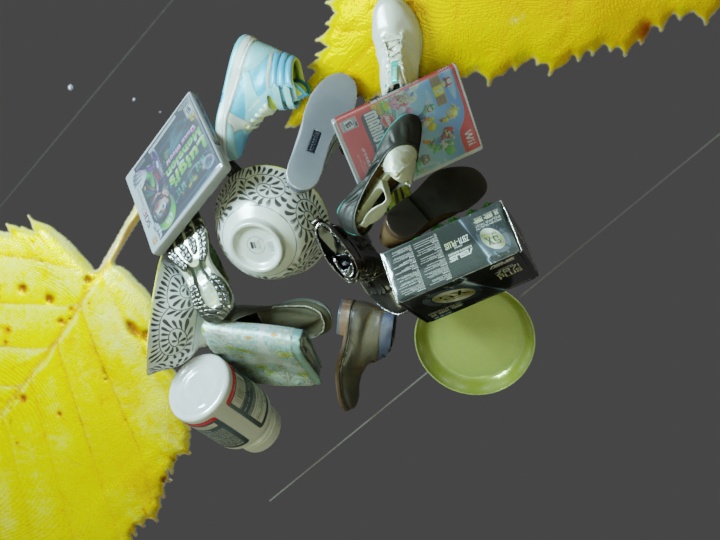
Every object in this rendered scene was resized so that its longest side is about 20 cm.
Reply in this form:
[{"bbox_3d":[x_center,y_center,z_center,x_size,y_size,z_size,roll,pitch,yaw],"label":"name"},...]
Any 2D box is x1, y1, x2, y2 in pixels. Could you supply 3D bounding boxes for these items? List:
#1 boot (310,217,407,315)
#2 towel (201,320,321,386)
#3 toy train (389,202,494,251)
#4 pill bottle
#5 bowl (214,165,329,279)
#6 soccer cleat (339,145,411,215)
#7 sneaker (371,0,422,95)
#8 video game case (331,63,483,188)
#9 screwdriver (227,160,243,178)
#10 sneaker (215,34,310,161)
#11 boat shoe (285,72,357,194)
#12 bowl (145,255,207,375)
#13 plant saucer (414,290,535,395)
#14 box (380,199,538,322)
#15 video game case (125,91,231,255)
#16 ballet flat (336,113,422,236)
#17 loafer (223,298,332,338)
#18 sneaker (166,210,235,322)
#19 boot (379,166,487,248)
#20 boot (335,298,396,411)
[{"bbox_3d":[0.000,0.000,1.385,0.069,0.174,0.200,-39,89,12],"label":"boot"},{"bbox_3d":[-0.159,0.142,1.489,0.170,0.049,0.200,3,153,10],"label":"towel"},{"bbox_3d":[0.135,-0.055,1.414,0.199,0.056,0.042,-22,103,18],"label":"toy train"},{"bbox_3d":[-0.223,0.235,1.514,0.119,0.120,0.200,-19,143,17],"label":"pill bottle"},{"bbox_3d":[-0.155,-0.057,1.430,0.199,0.094,0.202,6,121,10],"label":"bowl"},{"bbox_3d":[0.048,-0.147,1.397,0.084,0.065,0.201,-38,106,-7],"label":"soccer cleat"},{"bbox_3d":[0.056,-0.305,1.325,0.075,0.089,0.202,-5,109,13],"label":"sneaker"},{"bbox_3d":[0.072,-0.202,1.322,0.199,0.017,0.144,-25,122,0],"label":"video game case"},{"bbox_3d":[-0.159,-0.108,1.480,0.028,0.029,0.200,-37,107,20],"label":"screwdriver"},{"bbox_3d":[-0.150,-0.254,1.391,0.130,0.080,0.201,18,112,6],"label":"sneaker"},{"bbox_3d":[-0.067,-0.211,1.378,0.073,0.065,0.201,28,79,-5],"label":"boat shoe"},{"bbox_3d":[-0.299,0.079,1.490,0.093,0.201,0.202,6,111,-9],"label":"bowl"},{"bbox_3d":[0.189,0.110,1.474,0.198,0.031,0.202,3,110,10],"label":"plant saucer"},{"bbox_3d":[0.155,-0.008,1.353,0.199,0.164,0.087,-24,69,13],"label":"box"},{"bbox_3d":[-0.296,-0.155,1.419,0.200,0.023,0.182,-46,52,24],"label":"video game case"},{"bbox_3d":[0.040,-0.131,1.302,0.068,0.068,0.201,17,115,-39],"label":"ballet flat"},{"bbox_3d":[-0.145,0.096,1.516,0.198,0.070,0.076,-6,108,14],"label":"loafer"},{"bbox_3d":[-0.257,-0.010,1.449,0.076,0.089,0.201,-21,84,8],"label":"sneaker"},{"bbox_3d":[0.108,-0.097,1.368,0.074,0.199,0.076,55,155,11],"label":"boot"},{"bbox_3d":[0.011,0.149,1.501,0.096,0.075,0.202,5,108,13],"label":"boot"}]
